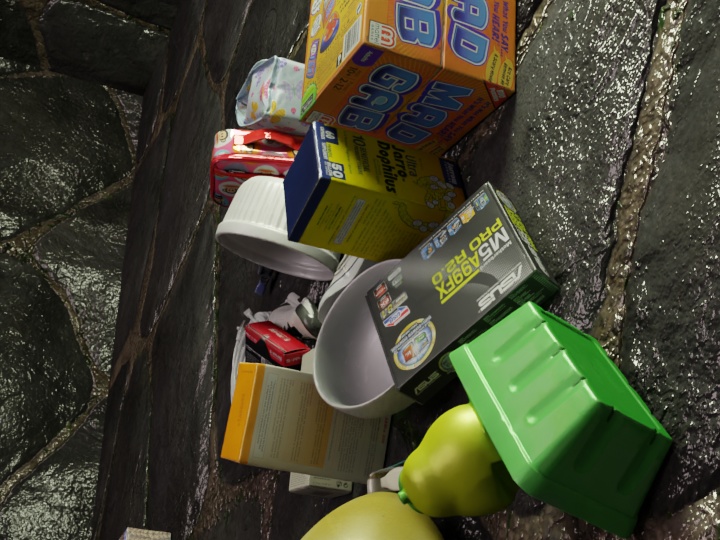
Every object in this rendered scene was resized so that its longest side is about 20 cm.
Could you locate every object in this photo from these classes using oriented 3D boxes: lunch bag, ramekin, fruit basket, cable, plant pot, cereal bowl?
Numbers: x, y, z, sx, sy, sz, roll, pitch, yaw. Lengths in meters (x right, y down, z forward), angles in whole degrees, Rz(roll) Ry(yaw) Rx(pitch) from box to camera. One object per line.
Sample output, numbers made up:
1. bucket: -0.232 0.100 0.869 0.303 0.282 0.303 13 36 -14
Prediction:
1. lunch bag: -0.106 -0.279 1.801 0.200 0.169 0.128 175 105 -69
2. ramekin: -0.116 -0.067 1.679 0.200 0.200 0.105 -14 55 67
3. lunch bag: -0.147 -0.169 1.773 0.176 0.199 0.082 103 169 -59
4. fruit basket: 0.138 0.154 0.943 0.216 0.155 0.216 -41 33 35
5. cable: -0.165 0.170 1.832 0.200 0.069 0.201 -173 95 -68
6. plant pot: 0.019 0.320 1.150 0.200 0.200 0.142 -63 1 32
7. cereal bowl: 0.038 0.090 1.303 0.200 0.083 0.200 -31 43 34

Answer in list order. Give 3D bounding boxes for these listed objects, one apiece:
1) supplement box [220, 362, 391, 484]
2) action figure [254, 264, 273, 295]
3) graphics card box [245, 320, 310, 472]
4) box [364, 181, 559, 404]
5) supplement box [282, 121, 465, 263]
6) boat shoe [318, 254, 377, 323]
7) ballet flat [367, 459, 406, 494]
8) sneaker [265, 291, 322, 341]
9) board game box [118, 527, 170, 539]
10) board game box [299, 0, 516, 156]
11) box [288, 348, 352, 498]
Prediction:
1. supplement box: -0.065 0.196 1.376 0.073 0.200 0.126 -9 68 64
2. action figure: -0.189 -0.064 1.988 0.194 0.104 0.200 -108 38 -69
3. graphics card box: -0.128 0.190 1.637 0.125 0.051 0.201 27 120 51
4. box: 0.103 0.023 1.164 0.200 0.044 0.160 -43 36 20
5. supplement box: 0.017 -0.088 1.334 0.109 0.200 0.110 -99 30 -43
6. boat shoe: 0.000 0.000 1.510 0.066 0.072 0.200 -93 27 -46
7. ballet flat: 0.048 0.245 1.242 0.200 0.070 0.068 139 139 -57
8. sneaker: -0.097 0.087 1.668 0.080 0.074 0.200 -40 11 -11
9. board game box: -0.485 0.667 2.313 0.200 0.097 0.160 128 147 -48
10. board game box: 0.058 -0.289 1.347 0.200 0.199 0.200 142 137 -59
11. box: -0.048 0.212 1.509 0.082 0.068 0.201 148 132 -61
